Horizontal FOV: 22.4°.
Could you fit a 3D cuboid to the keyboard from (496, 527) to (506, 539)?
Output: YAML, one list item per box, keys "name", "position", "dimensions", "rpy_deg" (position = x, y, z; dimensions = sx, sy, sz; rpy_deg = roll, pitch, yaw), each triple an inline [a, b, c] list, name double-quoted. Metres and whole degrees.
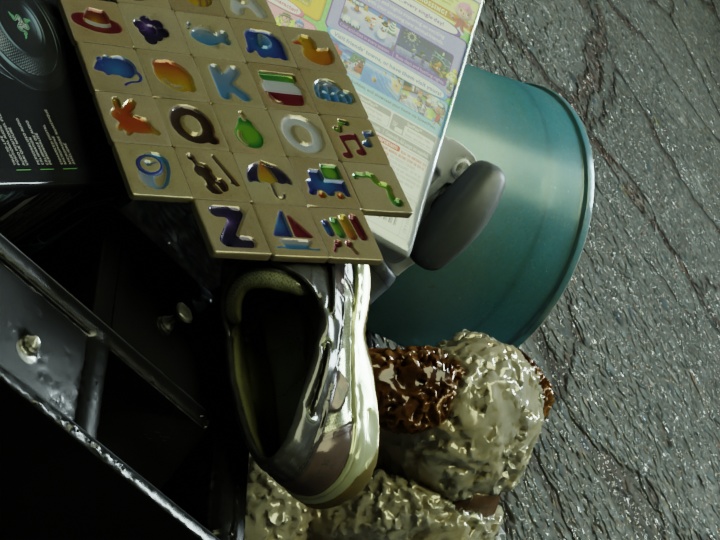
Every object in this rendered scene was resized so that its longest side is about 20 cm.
- name: "keyboard"
  position: [0.051, 0.132, 1.127]
  dimensions: [0.200, 0.011, 0.057]
  rpy_deg: [-124, -152, -57]

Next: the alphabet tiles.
- name: "alphabet tiles"
  position: [-0.063, -0.083, 0.928]
  dimensions: [0.165, 0.006, 0.201]
  rpy_deg: [2, 50, -35]

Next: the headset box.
- name: "headset box"
  position: [-0.213, -0.096, 0.874]
  dimensions: [0.200, 0.092, 0.175]
  rpy_deg: [-7, 69, -64]

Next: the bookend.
- name: "bookend"
  position: [-0.147, 0.034, 0.862]
  dimensions: [0.199, 0.092, 0.201]
  rpy_deg: [45, 28, -31]

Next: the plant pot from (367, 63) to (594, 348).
- name: "plant pot"
  position: [0.017, -0.057, 1.179]
  dimensions: [0.187, 0.200, 0.201]
  rpy_deg: [21, 44, -35]

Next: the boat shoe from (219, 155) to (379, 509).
- name: "boat shoe"
  position: [-0.036, 0.016, 0.900]
  dimensions: [0.066, 0.071, 0.202]
  rpy_deg: [37, 37, -54]

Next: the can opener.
- name: "can opener"
  position: [0.000, 0.000, 1.061]
  dimensions: [0.053, 0.200, 0.067]
  rpy_deg: [50, -7, -22]

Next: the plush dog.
- name: "plush dog"
  position: [0.036, 0.113, 0.989]
  dimensions: [0.160, 0.173, 0.199]
  rpy_deg: [33, 14, 26]

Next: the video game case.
- name: "video game case"
  position: [-0.034, -0.126, 1.030]
  dimensions: [0.199, 0.022, 0.183]
  rpy_deg: [27, 63, -21]
